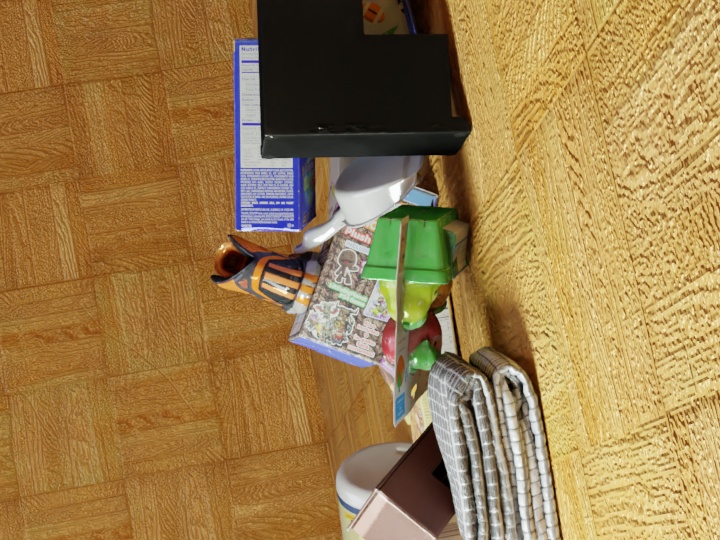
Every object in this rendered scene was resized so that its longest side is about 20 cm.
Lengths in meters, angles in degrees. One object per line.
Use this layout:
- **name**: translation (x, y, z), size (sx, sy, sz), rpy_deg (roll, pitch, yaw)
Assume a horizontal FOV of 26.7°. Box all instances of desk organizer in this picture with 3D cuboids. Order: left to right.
- **desk organizer**: translation (0.075, 0.214, 1.555), size (0.200, 0.077, 0.072), rpy_deg (-43, -12, -51)

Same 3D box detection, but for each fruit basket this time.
- **fruit basket**: translation (0.062, 0.037, 1.513), size (0.185, 0.093, 0.201), rpy_deg (-30, -63, -74)

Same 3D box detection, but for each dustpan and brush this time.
- **dustpan and brush**: translation (0.000, -0.077, 1.603), size (0.057, 0.199, 0.140), rpy_deg (55, -155, -24)

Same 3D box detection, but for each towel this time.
- **towel**: translation (0.117, 0.178, 1.410), size (0.166, 0.085, 0.201), rpy_deg (-166, 67, -83)

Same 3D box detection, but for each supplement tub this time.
- **supplement tub**: translation (0.048, 0.336, 1.940), size (0.145, 0.144, 0.201), rpy_deg (-114, 16, -65)

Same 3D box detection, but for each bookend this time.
- **bookend**: translation (-0.002, -0.217, 1.482), size (0.092, 0.197, 0.201), rpy_deg (122, 145, -79)

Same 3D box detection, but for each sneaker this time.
- **sneaker**: translation (-0.107, -0.003, 1.694), size (0.200, 0.111, 0.078), rpy_deg (159, 131, -83)

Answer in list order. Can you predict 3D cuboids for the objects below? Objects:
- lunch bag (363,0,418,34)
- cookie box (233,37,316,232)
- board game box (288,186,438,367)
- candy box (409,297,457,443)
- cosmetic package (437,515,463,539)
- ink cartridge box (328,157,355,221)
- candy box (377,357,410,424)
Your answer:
- **lunch bag**: translation (0.001, -0.274, 1.617), size (0.170, 0.123, 0.201), rpy_deg (-127, 21, -79)
- **cookie box**: translation (-0.091, -0.150, 1.639), size (0.171, 0.075, 0.201), rpy_deg (-62, -28, -82)
- **board game box**: translation (0.000, 0.000, 1.727), size (0.159, 0.096, 0.201), rpy_deg (150, 140, -82)
- **candy box**: translation (0.081, 0.119, 1.739), size (0.115, 0.055, 0.201), rpy_deg (163, 98, -83)
- **cosmetic package**: translation (0.117, 0.394, 1.753), size (0.101, 0.071, 0.201), rpy_deg (-129, 30, -76)
- **ink cartridge box**: translation (-0.005, -0.093, 1.987), size (0.116, 0.067, 0.201), rpy_deg (150, 121, -82)
- **candy box**: translation (0.041, 0.097, 1.909), size (0.117, 0.056, 0.200), rpy_deg (64, 179, -21)
